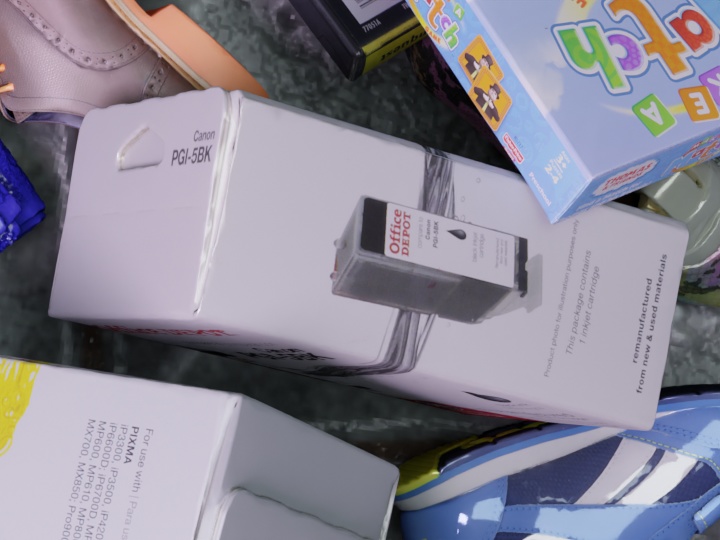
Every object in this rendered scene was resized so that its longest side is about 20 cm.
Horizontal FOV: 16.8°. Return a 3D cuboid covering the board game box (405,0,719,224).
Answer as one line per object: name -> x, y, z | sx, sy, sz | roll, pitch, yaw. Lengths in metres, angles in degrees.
board game box -> 0.079, -0.127, 0.931 | 0.151, 0.037, 0.201 | -22, 72, -36

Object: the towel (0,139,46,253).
towel -> -0.235, -0.062, 0.955 | 0.147, 0.050, 0.201 | -36, 92, -15

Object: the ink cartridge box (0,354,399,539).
ink cartridge box -> -0.111, 0.111, 0.870 | 0.198, 0.145, 0.146 | 7, 79, 26

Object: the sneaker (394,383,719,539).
sneaker -> 0.110, 0.095, 1.009 | 0.198, 0.074, 0.083 | -15, 89, -7

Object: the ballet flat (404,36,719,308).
ballet flat -> 0.102, -0.053, 1.021 | 0.200, 0.071, 0.069 | 40, 83, -6

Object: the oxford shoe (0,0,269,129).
oxford shoe -> -0.133, -0.102, 0.974 | 0.199, 0.071, 0.073 | 38, 82, -7

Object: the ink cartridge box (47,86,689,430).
ink cartridge box -> 0.000, 0.000, 0.928 | 0.199, 0.146, 0.084 | 15, 83, -27

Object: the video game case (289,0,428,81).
video game case -> 0.012, -0.200, 1.008 | 0.180, 0.026, 0.201 | -32, 75, -19
